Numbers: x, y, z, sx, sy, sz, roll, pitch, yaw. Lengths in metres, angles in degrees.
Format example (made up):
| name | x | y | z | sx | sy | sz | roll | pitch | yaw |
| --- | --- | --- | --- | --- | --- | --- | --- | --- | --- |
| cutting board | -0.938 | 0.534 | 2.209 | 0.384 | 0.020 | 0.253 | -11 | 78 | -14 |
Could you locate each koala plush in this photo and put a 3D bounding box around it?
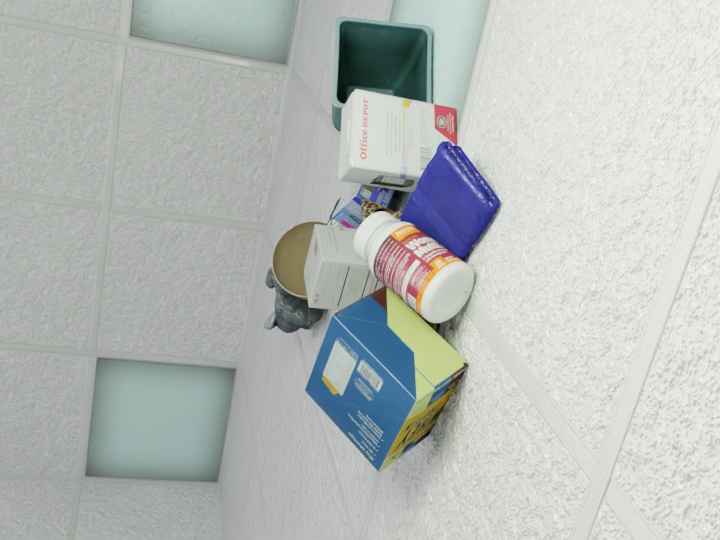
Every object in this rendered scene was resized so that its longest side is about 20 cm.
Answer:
| name | x | y | z | sx | sy | sz | roll | pitch | yaw |
| --- | --- | --- | --- | --- | --- | --- | --- | --- | --- |
| koala plush | -0.191 | 0.110 | 2.322 | 0.200 | 0.175 | 0.185 | 122 | 140 | -49 |

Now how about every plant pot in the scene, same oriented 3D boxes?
| name | x | y | z | sx | sy | sz | roll | pitch | yaw |
| --- | --- | --- | --- | --- | --- | --- | --- | --- | --- |
| plant pot | -0.114 | -0.010 | 2.099 | 0.135 | 0.198 | 0.203 | 60 | -151 | -69 |
| plant pot | 0.032 | -0.372 | 1.688 | 0.200 | 0.194 | 0.198 | 114 | 159 | -72 |

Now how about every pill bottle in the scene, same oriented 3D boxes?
| name | x | y | z | sx | sy | sz | roll | pitch | yaw |
| --- | --- | --- | --- | --- | --- | --- | --- | --- | --- |
| pill bottle | 0.082 | -0.011 | 1.341 | 0.200 | 0.109 | 0.111 | 40 | 127 | 37 |

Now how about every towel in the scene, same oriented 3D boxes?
| name | x | y | z | sx | sy | sz | roll | pitch | yaw |
| --- | --- | --- | --- | --- | --- | --- | --- | --- | --- |
| towel | 0.147 | -0.098 | 1.340 | 0.148 | 0.049 | 0.201 | 53 | 146 | 20 |

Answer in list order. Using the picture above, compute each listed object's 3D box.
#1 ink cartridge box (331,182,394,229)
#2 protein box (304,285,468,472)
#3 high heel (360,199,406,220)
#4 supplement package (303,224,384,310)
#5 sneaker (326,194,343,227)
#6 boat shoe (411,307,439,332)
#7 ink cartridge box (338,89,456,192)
| name | x | y | z | sx | sy | sz | roll | pitch | yaw |
| --- | --- | --- | --- | --- | --- | --- | --- | --- | --- |
| ink cartridge box | 0.023 | -0.175 | 1.740 | 0.137 | 0.076 | 0.200 | -65 | 11 | -20 |
| protein box | 0.037 | 0.178 | 1.358 | 0.198 | 0.134 | 0.201 | 43 | 137 | 23 |
| high heel | 0.071 | -0.122 | 1.565 | 0.200 | 0.071 | 0.144 | 45 | 138 | 35 |
| supplement package | 0.000 | 0.000 | 1.604 | 0.122 | 0.198 | 0.121 | -104 | 26 | -51 |
| sneaker | -0.042 | -0.112 | 2.007 | 0.201 | 0.078 | 0.080 | -57 | 21 | 16 |
| boat shoe | 0.104 | 0.136 | 1.439 | 0.074 | 0.075 | 0.202 | -51 | -23 | -50 |
| ink cartridge box | 0.067 | -0.224 | 1.456 | 0.086 | 0.198 | 0.149 | 140 | 135 | -67 |
